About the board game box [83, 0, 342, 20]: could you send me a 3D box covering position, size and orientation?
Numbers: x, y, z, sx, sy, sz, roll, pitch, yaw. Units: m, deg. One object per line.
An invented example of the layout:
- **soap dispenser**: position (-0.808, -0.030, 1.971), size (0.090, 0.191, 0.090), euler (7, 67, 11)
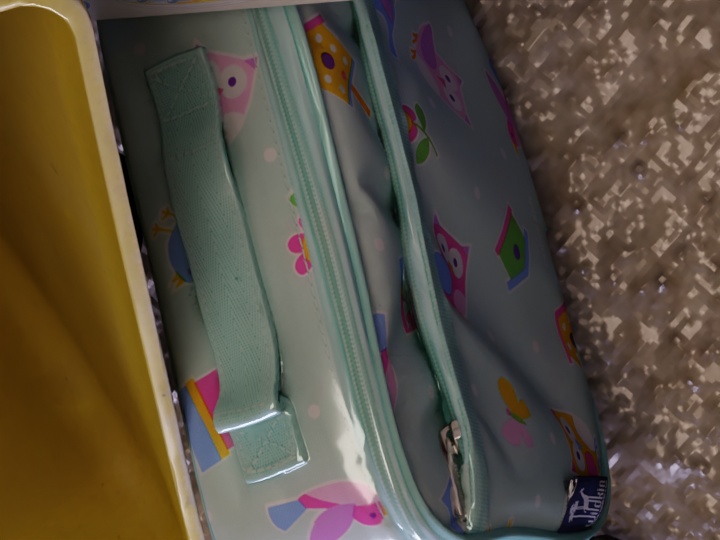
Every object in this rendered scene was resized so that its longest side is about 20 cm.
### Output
- **board game box**: position (0.014, -0.135, 0.677), size (0.200, 0.034, 0.135), euler (-3, 62, 18)

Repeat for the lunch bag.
- **lunch bag**: position (0.000, 0.000, 0.741), size (0.077, 0.160, 0.200), euler (-20, 77, 20)

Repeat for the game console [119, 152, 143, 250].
- **game console**: position (-0.180, 0.030, 0.779), size (0.200, 0.116, 0.176), euler (8, 85, 7)

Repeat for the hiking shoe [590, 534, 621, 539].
- **hiking shoe**: position (0.097, 0.170, 0.798), size (0.200, 0.076, 0.101), euler (47, 108, 5)

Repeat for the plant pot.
- **plant pot**: position (-0.172, -0.013, 0.693), size (0.200, 0.176, 0.200), euler (-17, 131, -10)
